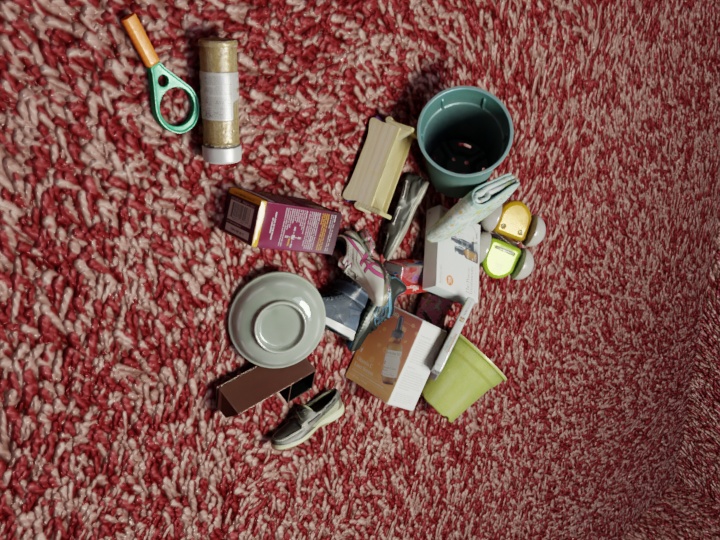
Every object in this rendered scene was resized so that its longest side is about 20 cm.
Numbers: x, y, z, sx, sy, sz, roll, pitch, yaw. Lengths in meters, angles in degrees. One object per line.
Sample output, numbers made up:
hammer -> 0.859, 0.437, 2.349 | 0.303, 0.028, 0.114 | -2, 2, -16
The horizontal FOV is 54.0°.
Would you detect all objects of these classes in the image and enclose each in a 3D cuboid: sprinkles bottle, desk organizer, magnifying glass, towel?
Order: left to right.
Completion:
magnifying glass -> -0.322, -0.312, 1.133 | 0.079, 0.022, 0.202 | -42, 131, -23
sprinkles bottle -> -0.237, -0.285, 1.193 | 0.068, 0.068, 0.204 | -16, 118, -38
desk organizer -> -0.191, 0.239, 1.437 | 0.198, 0.077, 0.072 | -26, 146, -34
towel -> 0.256, -0.139, 1.591 | 0.199, 0.048, 0.171 | -26, 167, -43

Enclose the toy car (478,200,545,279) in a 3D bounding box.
toy car -> 0.361, -0.080, 1.812 | 0.172, 0.150, 0.203 | 20, 90, -12

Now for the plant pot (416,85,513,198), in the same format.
plant pot -> 0.219, -0.261, 1.533 | 0.202, 0.199, 0.196 | -56, 169, -10

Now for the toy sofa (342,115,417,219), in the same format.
toy sofa -> 0.045, -0.219, 1.499 | 0.203, 0.096, 0.083 | -70, 161, 4

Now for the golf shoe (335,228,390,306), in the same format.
golf shoe -> 0.000, 0.000, 1.465 | 0.091, 0.202, 0.073 | -10, 139, -18

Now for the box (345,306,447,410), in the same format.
box -> 0.082, 0.196, 1.645 | 0.106, 0.151, 0.203 | 25, 89, -46

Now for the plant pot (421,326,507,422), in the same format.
plant pot -> 0.245, 0.282, 1.833 | 0.185, 0.200, 0.200 | -47, 134, -2

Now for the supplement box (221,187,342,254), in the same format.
supplement box -> -0.146, -0.092, 1.332 | 0.198, 0.110, 0.087 | 5, 105, -45

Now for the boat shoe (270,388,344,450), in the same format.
boat shoe -> -0.121, 0.325, 1.568 | 0.199, 0.071, 0.067 | -25, 113, -35

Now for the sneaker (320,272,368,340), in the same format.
sneaker -> -0.063, 0.046, 1.499 | 0.201, 0.076, 0.148 | 31, 80, -42

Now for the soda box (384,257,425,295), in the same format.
soda box -> 0.142, 0.011, 1.689 | 0.198, 0.063, 0.071 | -5, 109, -42

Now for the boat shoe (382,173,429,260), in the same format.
boat shoe -> 0.088, -0.123, 1.597 | 0.202, 0.056, 0.067 | -63, 172, 2

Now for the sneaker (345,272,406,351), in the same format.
sneaker -> 0.034, 0.101, 1.586 | 0.081, 0.073, 0.202 | 22, 105, -25

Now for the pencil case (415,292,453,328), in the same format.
pencil case -> 0.168, 0.150, 1.763 | 0.083, 0.085, 0.203 | -30, 138, -82

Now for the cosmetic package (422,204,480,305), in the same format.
cosmetic package -> 0.218, -0.034, 1.680 | 0.149, 0.051, 0.204 | 19, 66, -35

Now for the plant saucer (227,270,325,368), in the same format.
plant saucer -> -0.160, 0.104, 1.387 | 0.196, 0.050, 0.204 | -4, 106, -15

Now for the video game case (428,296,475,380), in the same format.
video game case -> 0.215, 0.166, 1.675 | 0.184, 0.023, 0.200 | -62, 171, -11
